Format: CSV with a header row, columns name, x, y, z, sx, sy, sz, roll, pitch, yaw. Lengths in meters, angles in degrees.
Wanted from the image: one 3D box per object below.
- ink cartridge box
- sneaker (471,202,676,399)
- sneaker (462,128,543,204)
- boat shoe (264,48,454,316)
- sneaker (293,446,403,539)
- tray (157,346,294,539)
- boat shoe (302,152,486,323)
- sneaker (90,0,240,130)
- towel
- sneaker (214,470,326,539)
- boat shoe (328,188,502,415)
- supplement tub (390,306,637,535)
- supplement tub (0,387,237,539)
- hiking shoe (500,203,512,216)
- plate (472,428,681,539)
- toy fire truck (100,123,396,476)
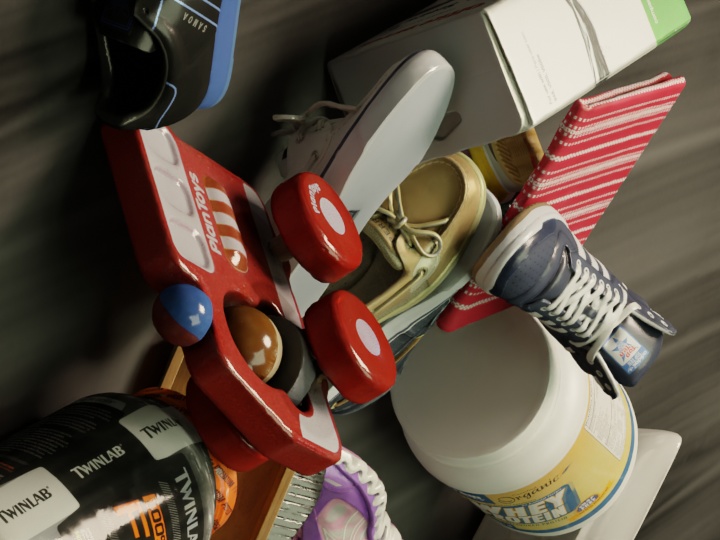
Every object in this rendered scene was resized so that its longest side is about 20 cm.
name,x,y,z,sx,sy,sz,roll,pitch,yaw
ink cartridge box,0.096,-0.146,1.668,0.200,0.146,0.084,-34,104,-46
sneaker,0.145,0.023,1.704,0.070,0.108,0.200,-47,162,4
sneaker,0.077,-0.073,1.793,0.200,0.090,0.075,-9,77,-77
boat shoe,-0.026,-0.066,1.591,0.203,0.086,0.074,-56,154,18
sneaker,-0.030,0.176,1.782,0.089,0.080,0.201,-48,149,-17
tray,-0.107,0.154,1.604,0.037,0.098,0.201,-156,-91,-83
boat shoe,-0.002,-0.001,1.644,0.200,0.073,0.063,-40,166,4
sneaker,-0.105,-0.170,1.395,0.078,0.070,0.201,-26,128,-48
towel,0.133,-0.047,1.744,0.144,0.022,0.201,-20,147,-54
sneaker,-0.087,0.169,1.677,0.074,0.088,0.201,22,87,-31
boat shoe,0.023,0.019,1.723,0.200,0.071,0.091,-43,161,11
supplement tub,0.113,0.105,1.898,0.145,0.144,0.200,-63,151,-7
supplement tub,-0.167,0.146,1.468,0.200,0.122,0.123,-30,135,-48
hiking shoe,0.110,-0.015,1.878,0.200,0.074,0.087,-28,133,-50
plate,0.148,0.201,2.027,0.032,0.199,0.201,33,78,-24
toy fire truck,-0.076,0.015,1.468,0.112,0.201,0.168,-30,147,21
